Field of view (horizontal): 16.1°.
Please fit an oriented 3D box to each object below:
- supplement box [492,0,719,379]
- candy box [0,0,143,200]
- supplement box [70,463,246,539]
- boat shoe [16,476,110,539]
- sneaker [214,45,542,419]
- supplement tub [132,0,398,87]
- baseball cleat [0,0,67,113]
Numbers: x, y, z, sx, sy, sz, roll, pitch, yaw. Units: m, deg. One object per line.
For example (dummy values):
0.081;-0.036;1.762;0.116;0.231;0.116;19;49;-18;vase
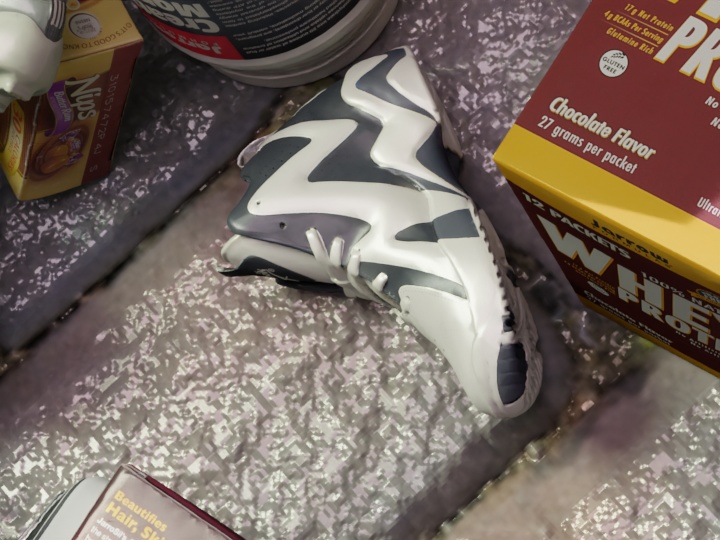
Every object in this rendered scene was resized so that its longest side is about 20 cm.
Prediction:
0.181;-0.066;1.101;0.133;0.200;0.197;29;82;23;supplement box
-0.181;-0.150;1.273;0.056;0.117;0.200;-19;64;-26;candy box
-0.109;0.205;1.154;0.110;0.086;0.200;31;83;23;supplement box
-0.184;0.175;1.198;0.068;0.072;0.200;31;90;21;boat shoe
0.000;0.000;1.197;0.129;0.079;0.199;-25;67;8;sneaker
-0.062;-0.180;1.208;0.140;0.200;0.141;-5;71;14;supplement tub
-0.212;-0.124;1.199;0.200;0.070;0.107;5;75;31;baseball cleat
